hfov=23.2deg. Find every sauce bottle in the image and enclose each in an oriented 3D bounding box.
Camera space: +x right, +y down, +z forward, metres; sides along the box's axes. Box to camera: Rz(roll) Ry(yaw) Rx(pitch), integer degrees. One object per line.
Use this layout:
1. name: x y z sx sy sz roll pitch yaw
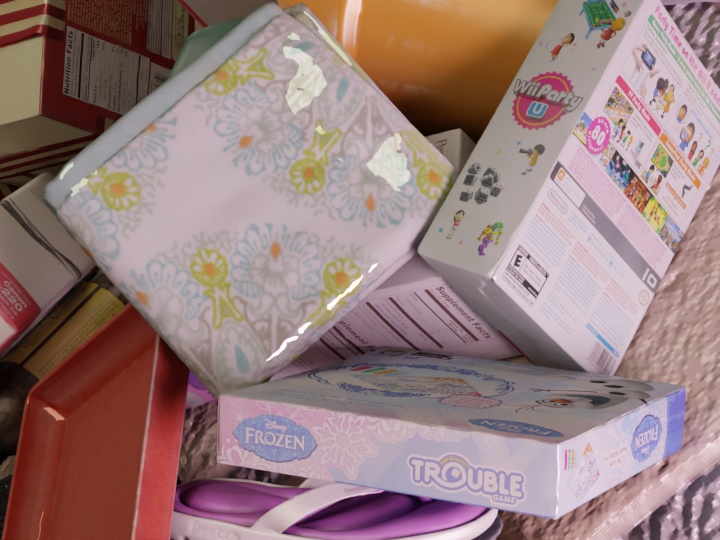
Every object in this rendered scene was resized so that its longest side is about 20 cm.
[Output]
1. sauce bottle: -0.229 0.082 1.239 0.065 0.065 0.200 13 47 39

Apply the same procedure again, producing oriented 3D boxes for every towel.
1. towel: -0.058 -0.044 1.023 0.200 0.048 0.171 -41 81 -16

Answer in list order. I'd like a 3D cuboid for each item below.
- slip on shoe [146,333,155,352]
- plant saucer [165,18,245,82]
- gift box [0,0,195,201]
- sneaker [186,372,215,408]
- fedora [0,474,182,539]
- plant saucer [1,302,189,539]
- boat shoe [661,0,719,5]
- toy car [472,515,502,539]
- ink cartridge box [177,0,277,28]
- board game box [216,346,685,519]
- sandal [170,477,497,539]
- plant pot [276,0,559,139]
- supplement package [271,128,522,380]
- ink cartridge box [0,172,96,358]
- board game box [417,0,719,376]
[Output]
1. slip on shoe: -0.093 -0.036 1.115 0.074 0.061 0.201 9 69 37
2. plant saucer: -0.128 -0.083 1.152 0.200 0.036 0.200 -62 9 18
3. gift box: -0.239 -0.150 1.354 0.186 0.200 0.185 -8 70 36
4. sneaker: -0.117 0.014 1.246 0.088 0.080 0.201 -13 60 20
5. fedora: -0.213 0.194 1.180 0.200 0.092 0.201 -17 54 26
6. plant saucer: -0.161 0.131 1.060 0.199 0.037 0.201 -37 42 46
7. boat shoe: 0.223 -0.223 1.165 0.200 0.070 0.066 12 52 42
8. toy car: 0.008 0.218 1.012 0.164 0.158 0.200 -13 29 35
9. ink cartridge box: -0.100 -0.265 1.357 0.083 0.147 0.200 -29 50 15
10. board game box: 0.056 0.086 0.981 0.199 0.199 0.044 6 97 28
11. sandal: -0.024 0.130 1.000 0.202 0.050 0.082 -2 17 12
12. plant pot: 0.076 -0.166 1.151 0.183 0.200 0.201 24 77 29
13. supplement package: 0.000 0.000 1.144 0.199 0.110 0.114 -13 56 28
14. ink cartridge box: -0.278 0.025 1.255 0.146 0.085 0.200 -42 7 21
15. board game box: 0.138 -0.053 1.057 0.064 0.148 0.200 19 74 42
